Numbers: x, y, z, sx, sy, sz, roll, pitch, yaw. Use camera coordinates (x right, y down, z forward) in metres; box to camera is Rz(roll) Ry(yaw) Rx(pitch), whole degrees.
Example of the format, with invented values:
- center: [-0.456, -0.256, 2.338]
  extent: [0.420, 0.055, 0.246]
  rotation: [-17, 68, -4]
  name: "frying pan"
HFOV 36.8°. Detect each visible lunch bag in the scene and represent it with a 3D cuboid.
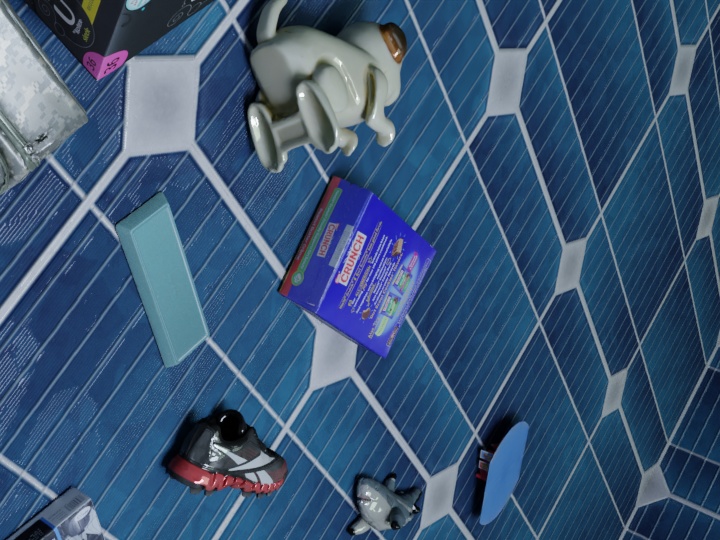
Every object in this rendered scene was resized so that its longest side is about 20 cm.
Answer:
- center: [-0.336, -0.145, 0.845]
  extent: [0.167, 0.139, 0.201]
  rotation: [-41, 138, -11]
  name: "lunch bag"

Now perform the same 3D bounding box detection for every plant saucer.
- center: [-0.212, 0.016, 1.191]
  extent: [0.070, 0.019, 0.203]
  rotation: [-42, 138, -34]
  name: "plant saucer"

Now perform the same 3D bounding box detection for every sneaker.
- center: [-0.148, 0.224, 1.334]
  extent: [0.199, 0.070, 0.099]
  rotation: [20, 93, -54]
  name: "sneaker"

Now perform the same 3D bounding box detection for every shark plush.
- center: [0.058, 0.358, 1.698]
  extent: [0.198, 0.090, 0.085]
  rotation: [2, 75, -50]
  name: "shark plush"

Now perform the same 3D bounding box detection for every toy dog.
- center: [-0.033, -0.221, 1.245]
  extent: [0.199, 0.139, 0.197]
  rotation: [-27, 91, -43]
  name: "toy dog"

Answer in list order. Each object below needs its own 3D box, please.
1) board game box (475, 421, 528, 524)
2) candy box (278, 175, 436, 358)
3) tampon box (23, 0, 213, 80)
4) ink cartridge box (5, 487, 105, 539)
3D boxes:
- center: [0.250, 0.364, 1.990]
  extent: [0.157, 0.038, 0.203]
  rotation: [-32, 136, -49]
  name: "board game box"
- center: [0.000, 0.000, 1.425]
  extent: [0.200, 0.076, 0.171]
  rotation: [38, 76, -55]
  name: "candy box"
- center: [-0.183, -0.293, 0.928]
  extent: [0.200, 0.126, 0.150]
  rotation: [-45, -179, -32]
  name: "tampon box"
- center: [-0.318, 0.345, 1.189]
  extent: [0.099, 0.039, 0.203]
  rotation: [-40, 136, -38]
  name: "ink cartridge box"
